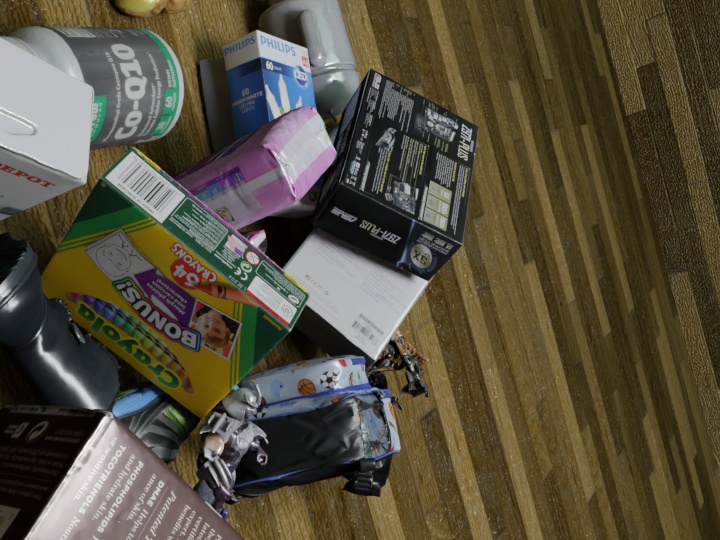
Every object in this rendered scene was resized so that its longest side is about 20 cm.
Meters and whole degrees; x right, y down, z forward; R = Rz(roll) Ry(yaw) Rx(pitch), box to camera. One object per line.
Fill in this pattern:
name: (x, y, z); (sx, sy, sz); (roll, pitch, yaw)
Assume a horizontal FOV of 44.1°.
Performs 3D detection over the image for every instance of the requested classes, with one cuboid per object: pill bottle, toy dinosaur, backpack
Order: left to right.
pill bottle: (-0.268, -0.168, 0.828); (0.199, 0.112, 0.115); (-25, 99, -57)
backpack: (-0.047, 0.176, 0.994); (0.190, 0.196, 0.157); (29, 55, -65)
toy dinosaur: (0.038, 0.117, 1.225); (0.197, 0.102, 0.138); (-2, 62, -36)

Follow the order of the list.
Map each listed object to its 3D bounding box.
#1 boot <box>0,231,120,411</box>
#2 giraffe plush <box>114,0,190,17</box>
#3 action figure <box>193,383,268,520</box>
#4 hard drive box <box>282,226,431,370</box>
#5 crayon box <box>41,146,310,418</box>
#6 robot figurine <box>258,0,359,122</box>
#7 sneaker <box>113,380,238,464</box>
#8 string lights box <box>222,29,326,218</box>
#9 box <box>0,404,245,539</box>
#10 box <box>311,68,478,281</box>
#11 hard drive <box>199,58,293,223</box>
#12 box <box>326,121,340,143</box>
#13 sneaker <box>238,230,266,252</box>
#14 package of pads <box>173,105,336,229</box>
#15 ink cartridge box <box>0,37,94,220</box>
boot: (-0.254, 0.061, 0.716); (0.076, 0.200, 0.170); (-35, 111, -13)
giraffe plush: (-0.213, -0.392, 0.949); (0.172, 0.160, 0.203); (-30, 104, -56)
action figure: (-0.134, 0.197, 0.856); (0.203, 0.069, 0.130); (-67, 163, 12)
hard drive box: (0.000, 0.000, 1.102); (0.155, 0.077, 0.201); (39, 62, -2)
crayon box: (-0.171, 0.019, 0.794); (0.199, 0.172, 0.059); (39, 39, -9)
robot figurine: (-0.067, -0.286, 1.179); (0.170, 0.111, 0.204); (-176, -110, -88)
sneaker: (-0.197, 0.151, 0.867); (0.198, 0.070, 0.084); (-17, 97, -52)
string lights box: (-0.099, -0.169, 1.059); (0.102, 0.058, 0.204); (1, 79, -57)
box: (-0.218, 0.231, 0.686); (0.201, 0.164, 0.166); (53, 50, -32)
box: (0.046, -0.117, 1.071); (0.162, 0.086, 0.202); (24, 51, -14)
hard drive: (-0.129, -0.162, 1.106); (0.134, 0.042, 0.204); (-8, 85, -58)
box: (0.016, -0.116, 1.246); (0.200, 0.040, 0.137); (45, 37, -2)
sneaker: (-0.165, 0.031, 0.967); (0.200, 0.079, 0.088); (-49, 131, -43)
package of pads: (-0.129, -0.092, 0.936); (0.076, 0.198, 0.121); (60, 32, -14)
ink cartridge box: (-0.313, -0.097, 0.651); (0.146, 0.197, 0.085); (25, 57, -51)
